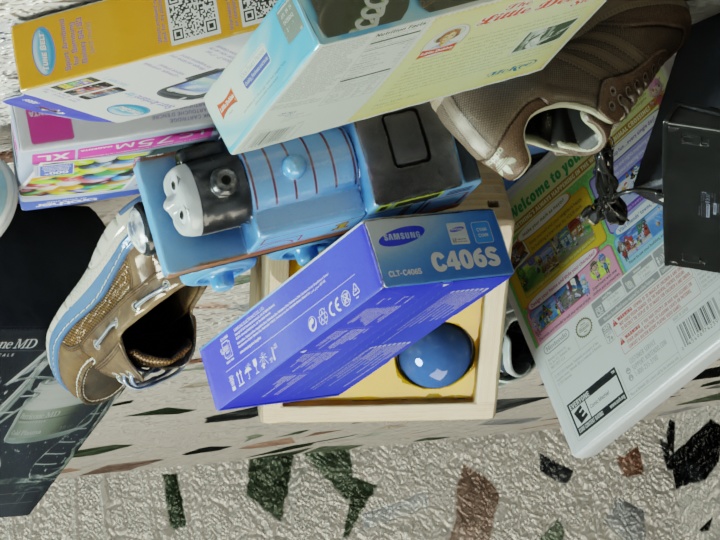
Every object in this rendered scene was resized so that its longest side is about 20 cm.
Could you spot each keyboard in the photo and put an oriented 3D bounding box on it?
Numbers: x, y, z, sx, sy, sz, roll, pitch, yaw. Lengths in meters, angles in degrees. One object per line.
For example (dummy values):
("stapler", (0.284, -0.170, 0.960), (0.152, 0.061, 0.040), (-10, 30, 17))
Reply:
("keyboard", (0.186, -0.047, 1.606), (0.126, 0.021, 0.200), (9, 158, 10))

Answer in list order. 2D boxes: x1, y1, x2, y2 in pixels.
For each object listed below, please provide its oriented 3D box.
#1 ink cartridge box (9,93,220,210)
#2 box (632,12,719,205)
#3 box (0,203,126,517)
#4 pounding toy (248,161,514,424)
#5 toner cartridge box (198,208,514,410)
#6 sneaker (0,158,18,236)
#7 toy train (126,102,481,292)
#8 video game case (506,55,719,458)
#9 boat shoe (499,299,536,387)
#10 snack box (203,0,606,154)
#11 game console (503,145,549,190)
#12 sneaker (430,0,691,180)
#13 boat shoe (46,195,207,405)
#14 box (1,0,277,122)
("ink cartridge box", (-0.146, -0.073, 1.676), (0.119, 0.042, 0.200), (-9, 173, -8))
("box", (0.301, -0.073, 1.634), (0.198, 0.124, 0.200), (26, 159, -22))
("box", (-0.270, 0.062, 1.888), (0.199, 0.124, 0.197), (0, 134, -50))
("pounding toy", (0.000, 0.000, 1.801), (0.183, 0.201, 0.142), (-1, -146, -7))
("toner cartridge box", (-0.006, 0.025, 1.654), (0.095, 0.043, 0.200), (-7, 161, -36))
("sneaker", (-0.306, -0.032, 1.635), (0.199, 0.080, 0.131), (-12, 172, 11))
("toy train", (-0.032, -0.050, 1.602), (0.199, 0.087, 0.114), (-13, 168, -16))
("video game case", (0.168, -0.007, 1.798), (0.022, 0.183, 0.200), (-2, 151, -40))
("boat shoe", (0.101, 0.039, 1.939), (0.200, 0.072, 0.070), (-18, 138, 24))
("snack box", (0.032, -0.119, 1.389), (0.199, 0.037, 0.116), (-17, 164, -32))
("game console", (0.097, -0.036, 1.916), (0.199, 0.119, 0.171), (-13, 171, 18))
("sneaker", (0.120, -0.097, 1.556), (0.199, 0.076, 0.070), (-20, 162, -40))
("boat shoe", (-0.143, 0.035, 1.771), (0.072, 0.073, 0.200), (-22, 155, -30))
("box", (-0.085, -0.118, 1.456), (0.199, 0.042, 0.119), (-11, 171, 19))
